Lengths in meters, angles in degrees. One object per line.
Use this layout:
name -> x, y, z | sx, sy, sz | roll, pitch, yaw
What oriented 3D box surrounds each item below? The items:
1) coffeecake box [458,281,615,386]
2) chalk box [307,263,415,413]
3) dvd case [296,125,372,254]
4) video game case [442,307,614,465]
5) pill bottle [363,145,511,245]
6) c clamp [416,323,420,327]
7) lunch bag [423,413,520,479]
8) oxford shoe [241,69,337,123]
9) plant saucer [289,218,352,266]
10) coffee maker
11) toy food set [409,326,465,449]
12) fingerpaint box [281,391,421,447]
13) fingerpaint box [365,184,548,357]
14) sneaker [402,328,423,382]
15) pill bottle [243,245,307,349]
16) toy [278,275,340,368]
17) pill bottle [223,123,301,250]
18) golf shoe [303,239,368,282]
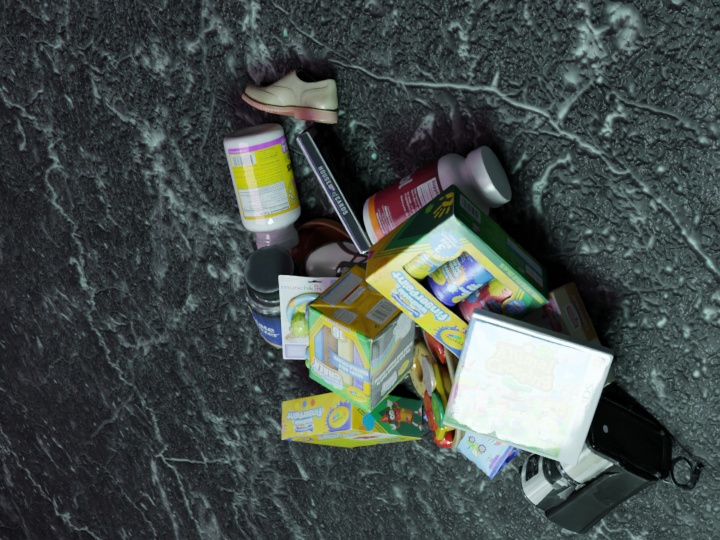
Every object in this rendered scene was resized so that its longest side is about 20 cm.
coffeecake box -> 0.249, 0.126, 1.575 | 0.199, 0.073, 0.156 | -26, 86, 40
chalk box -> 0.002, 0.118, 1.640 | 0.123, 0.124, 0.202 | 27, 137, 25
dvd case -> -0.038, -0.129, 1.675 | 0.024, 0.150, 0.202 | -27, 99, 6
video game case -> 0.228, 0.162, 1.477 | 0.197, 0.022, 0.185 | 17, 115, 9
pill bottle -> 0.111, -0.095, 1.535 | 0.198, 0.113, 0.114 | -27, 99, 25
c clamp -> 0.136, 0.044, 1.635 | 0.196, 0.027, 0.171 | -3, 150, 13
lunch bag -> 0.213, 0.201, 1.706 | 0.150, 0.094, 0.202 | 40, 129, 19
oxford shoe -> -0.108, -0.281, 1.695 | 0.198, 0.070, 0.075 | 17, 103, 36
plant saucer -> -0.038, 0.001, 1.834 | 0.198, 0.032, 0.203 | 26, 134, 29
coffee maker -> 0.360, 0.306, 1.594 | 0.192, 0.134, 0.201 | 44, 139, 9
toy food set -> 0.117, 0.172, 1.637 | 0.199, 0.048, 0.203 | 95, 164, -60
fingerpaint box -> -0.017, 0.262, 1.893 | 0.199, 0.165, 0.075 | -17, 66, 48
fingerpaint box -> 0.134, 0.007, 1.485 | 0.166, 0.074, 0.199 | -35, 118, 30
sneaker -> 0.053, 0.144, 1.835 | 0.200, 0.076, 0.086 | -50, 61, 44
pill bottle -> -0.135, 0.044, 1.799 | 0.111, 0.112, 0.201 | 32, 160, 22
toy -> -0.073, 0.092, 1.722 | 0.113, 0.048, 0.202 | 2, 139, 1
pill bottle -> -0.158, -0.135, 1.784 | 0.103, 0.104, 0.203 | 4, 113, 41
golf shoe -> 0.000, 0.000, 1.704 | 0.196, 0.088, 0.079 | 5, 105, 11
